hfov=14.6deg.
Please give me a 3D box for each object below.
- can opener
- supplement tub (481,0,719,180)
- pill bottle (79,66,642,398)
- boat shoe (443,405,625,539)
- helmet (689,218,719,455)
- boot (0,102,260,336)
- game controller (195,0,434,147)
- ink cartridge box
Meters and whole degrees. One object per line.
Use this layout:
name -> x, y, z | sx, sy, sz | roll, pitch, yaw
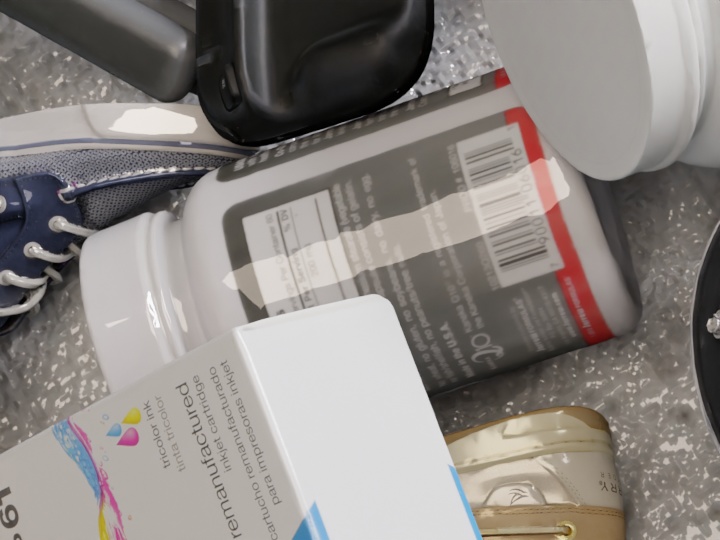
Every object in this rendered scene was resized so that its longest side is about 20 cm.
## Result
can opener -> -0.144, -0.116, 1.185 | 0.200, 0.053, 0.067 | 25, 112, 22
supplement tub -> 0.155, -0.122, 1.020 | 0.199, 0.145, 0.145 | -22, 71, -19
pill bottle -> 0.000, 0.000, 1.105 | 0.199, 0.114, 0.114 | -19, 73, 10
boat shoe -> 0.008, 0.113, 1.098 | 0.199, 0.074, 0.069 | -19, 67, 9
helmet -> 0.221, 0.029, 0.999 | 0.199, 0.191, 0.201 | -3, 76, 13
boot -> -0.133, -0.017, 1.174 | 0.199, 0.073, 0.091 | -5, 83, 22
game controller -> -0.019, -0.148, 1.128 | 0.104, 0.042, 0.201 | -11, 64, 21
ink cartridge box -> -0.057, 0.114, 1.016 | 0.200, 0.085, 0.145 | -29, 79, 41
